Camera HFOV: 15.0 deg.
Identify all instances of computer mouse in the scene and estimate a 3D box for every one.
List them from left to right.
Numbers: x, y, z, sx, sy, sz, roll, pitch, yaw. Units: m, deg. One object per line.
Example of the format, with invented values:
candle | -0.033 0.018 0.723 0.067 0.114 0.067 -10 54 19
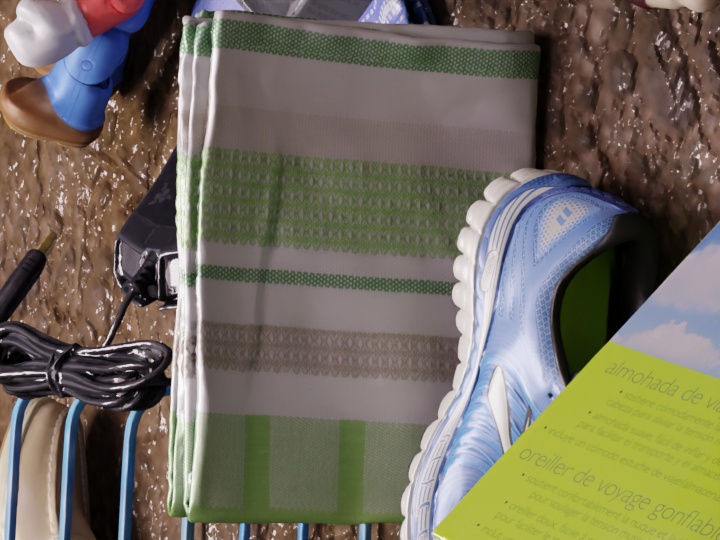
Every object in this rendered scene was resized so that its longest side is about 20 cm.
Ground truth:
computer mouse | -0.082 -0.015 1.176 0.140 0.046 0.200 0 52 45

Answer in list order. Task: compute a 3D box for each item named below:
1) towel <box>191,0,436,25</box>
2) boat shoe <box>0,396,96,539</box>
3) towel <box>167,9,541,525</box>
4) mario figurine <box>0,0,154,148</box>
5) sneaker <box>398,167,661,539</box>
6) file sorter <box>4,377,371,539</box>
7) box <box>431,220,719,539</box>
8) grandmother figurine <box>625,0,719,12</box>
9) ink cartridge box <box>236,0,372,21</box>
towel | -0.013 -0.075 1.196 0.145 0.024 0.201 -46 54 43
boat shoe | -0.139 0.160 1.330 0.065 0.072 0.201 -4 79 16
towel | 0.000 0.000 1.072 0.031 0.149 0.201 171 101 -74
mario figurine | -0.123 -0.161 1.277 0.200 0.106 0.124 -60 44 35
sneaker | 0.073 0.065 1.036 0.089 0.078 0.201 14 100 54
file sorter | -0.074 0.109 1.180 0.200 0.138 0.123 1 87 53
box | 0.131 0.047 0.908 0.200 0.048 0.122 -46 35 -18
grandmother figurine | 0.103 -0.152 1.018 0.200 0.060 0.122 -23 63 47
ink cartridge box | -0.021 -0.224 1.131 0.200 0.047 0.198 -54 55 17
